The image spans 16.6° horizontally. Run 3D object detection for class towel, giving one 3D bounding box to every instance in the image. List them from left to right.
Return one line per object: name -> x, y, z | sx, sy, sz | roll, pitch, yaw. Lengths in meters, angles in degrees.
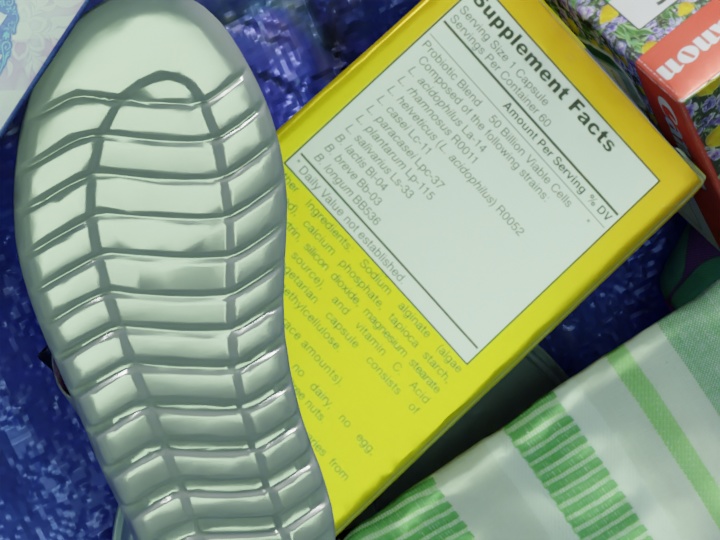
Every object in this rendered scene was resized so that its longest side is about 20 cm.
towel -> 0.085, 0.118, 0.852 | 0.200, 0.023, 0.153 | -34, 103, 4

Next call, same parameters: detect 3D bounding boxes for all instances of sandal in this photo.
sandal -> -0.061, 0.016, 0.750 | 0.082, 0.050, 0.203 | -13, 104, -15

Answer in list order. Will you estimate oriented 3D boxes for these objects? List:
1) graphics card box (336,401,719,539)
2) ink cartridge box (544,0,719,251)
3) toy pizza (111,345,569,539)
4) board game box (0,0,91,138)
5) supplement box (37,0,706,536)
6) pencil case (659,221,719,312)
graphics card box -> 0.091, 0.120, 0.891 | 0.199, 0.051, 0.126 | -24, 105, 3
ink cartridge box -> 0.123, -0.054, 0.843 | 0.050, 0.200, 0.109 | -37, 136, -4
toy pizza -> 0.003, 0.105, 0.927 | 0.199, 0.032, 0.201 | -2, 98, -17
board game box -> -0.146, -0.049, 0.771 | 0.041, 0.199, 0.200 | 34, 86, -17
supplement box -> 0.000, 0.000, 0.840 | 0.200, 0.110, 0.109 | -42, 94, -8
pencil case -> 0.195, -0.054, 0.915 | 0.092, 0.085, 0.200 | 33, 109, 19
